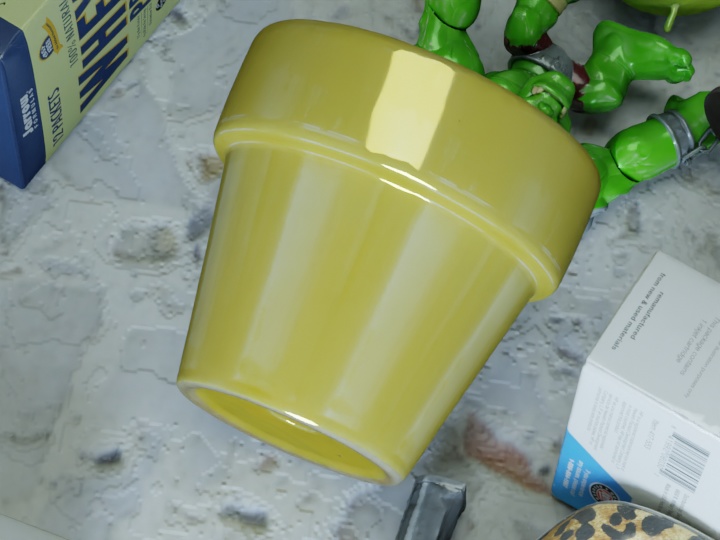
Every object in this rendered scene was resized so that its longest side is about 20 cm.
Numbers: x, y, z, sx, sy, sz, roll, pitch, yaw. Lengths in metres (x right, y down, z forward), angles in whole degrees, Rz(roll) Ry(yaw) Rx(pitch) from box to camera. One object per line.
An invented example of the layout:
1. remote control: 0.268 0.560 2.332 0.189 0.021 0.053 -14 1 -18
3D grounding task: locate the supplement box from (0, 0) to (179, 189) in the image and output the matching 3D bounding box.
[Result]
1. supplement box: -0.217 -0.197 1.376 0.199 0.135 0.200 30 64 14

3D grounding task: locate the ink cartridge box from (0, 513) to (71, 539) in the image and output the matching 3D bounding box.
1. ink cartridge box: -0.248 0.174 1.164 0.199 0.084 0.146 20 40 4

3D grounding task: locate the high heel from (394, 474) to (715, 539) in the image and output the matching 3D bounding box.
1. high heel: 0.097 0.185 1.205 0.198 0.072 0.143 9 56 19

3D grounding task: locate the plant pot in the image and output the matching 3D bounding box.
1. plant pot: 0.000 0.000 1.249 0.199 0.201 0.190 21 77 10

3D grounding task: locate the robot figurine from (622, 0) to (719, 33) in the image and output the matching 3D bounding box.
1. robot figurine: 0.173 -0.236 1.420 0.175 0.116 0.201 -29 64 12

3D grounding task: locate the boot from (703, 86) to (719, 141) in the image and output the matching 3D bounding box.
1. boot: 0.312 -0.115 1.381 0.186 0.064 0.201 33 67 -3

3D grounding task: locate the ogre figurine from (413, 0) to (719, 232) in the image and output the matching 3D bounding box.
1. ogre figurine: 0.106 -0.106 1.357 0.120 0.200 0.098 -55 30 -15

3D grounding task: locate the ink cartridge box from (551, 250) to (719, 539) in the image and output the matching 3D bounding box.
1. ink cartridge box: 0.206 0.101 1.215 0.199 0.147 0.086 28 62 13
